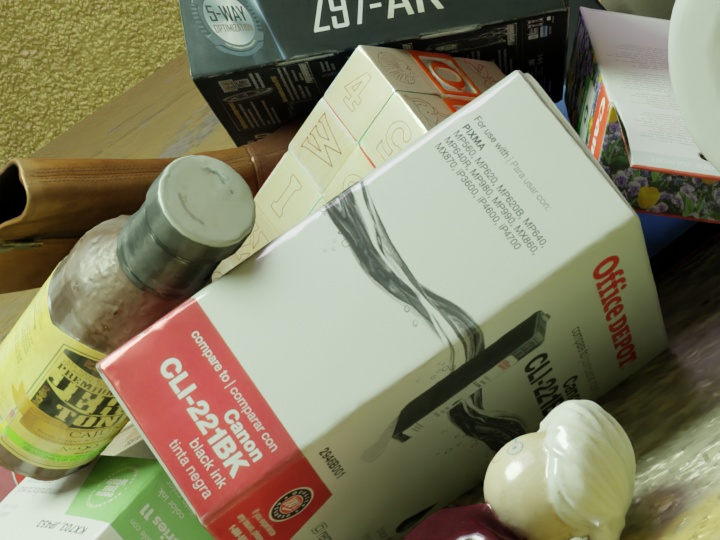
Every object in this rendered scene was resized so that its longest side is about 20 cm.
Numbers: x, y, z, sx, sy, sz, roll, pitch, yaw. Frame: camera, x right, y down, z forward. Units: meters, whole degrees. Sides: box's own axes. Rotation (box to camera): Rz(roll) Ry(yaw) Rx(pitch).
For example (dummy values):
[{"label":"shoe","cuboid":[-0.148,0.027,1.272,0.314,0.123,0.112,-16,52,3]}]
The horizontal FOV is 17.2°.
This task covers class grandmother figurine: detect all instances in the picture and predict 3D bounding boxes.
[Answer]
[{"label":"grandmother figurine","cuboid":[0.016,0.118,0.832,0.200,0.061,0.121,-39,22,-8]}]

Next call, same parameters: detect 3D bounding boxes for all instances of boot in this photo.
[{"label":"boot","cuboid":[-0.089,-0.002,1.076,0.200,0.069,0.188,-12,-17,-29]}]

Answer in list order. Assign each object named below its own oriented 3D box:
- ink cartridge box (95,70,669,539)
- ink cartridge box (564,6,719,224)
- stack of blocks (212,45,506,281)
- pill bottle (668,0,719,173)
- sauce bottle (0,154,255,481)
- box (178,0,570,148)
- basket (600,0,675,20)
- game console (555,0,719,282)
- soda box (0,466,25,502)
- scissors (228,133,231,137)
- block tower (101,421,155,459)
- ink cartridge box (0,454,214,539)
[{"label":"ink cartridge box","cuboid":[0.016,0.032,0.939,0.200,0.084,0.144,-36,-25,-3]},{"label":"ink cartridge box","cuboid":[0.149,-0.053,0.998,0.109,0.050,0.200,8,24,-4]},{"label":"stack of blocks","cuboid":[0.000,0.000,1.028,0.115,0.059,0.200,0,-46,-48]},{"label":"pill bottle","cuboid":[0.213,-0.094,0.912,0.112,0.112,0.200,-24,-2,41]},{"label":"sauce bottle","cuboid":[-0.100,0.020,0.958,0.065,0.065,0.200,-45,-3,-38]},{"label":"box","cuboid":[0.011,-0.099,1.066,0.160,0.044,0.200,-10,-8,3]},{"label":"basket","cuboid":[0.222,-0.165,1.196,0.180,0.136,0.200,-47,13,-27]},{"label":"game console","cuboid":[0.081,-0.043,1.143,0.200,0.172,0.119,-36,-14,-9]},{"label":"soda box","cuboid":[-0.154,0.095,1.299,0.200,0.070,0.063,-44,2,-33]},{"label":"scissors","cuboid":[0.015,-0.045,1.156,0.073,0.014,0.200,-43,45,-11]},{"label":"block tower","cuboid":[-0.078,0.066,1.184,0.058,0.054,0.200,-29,13,18]},{"label":"ink cartridge box","cuboid":[-0.154,0.168,1.000,0.200,0.067,0.117,-46,22,-26]}]
